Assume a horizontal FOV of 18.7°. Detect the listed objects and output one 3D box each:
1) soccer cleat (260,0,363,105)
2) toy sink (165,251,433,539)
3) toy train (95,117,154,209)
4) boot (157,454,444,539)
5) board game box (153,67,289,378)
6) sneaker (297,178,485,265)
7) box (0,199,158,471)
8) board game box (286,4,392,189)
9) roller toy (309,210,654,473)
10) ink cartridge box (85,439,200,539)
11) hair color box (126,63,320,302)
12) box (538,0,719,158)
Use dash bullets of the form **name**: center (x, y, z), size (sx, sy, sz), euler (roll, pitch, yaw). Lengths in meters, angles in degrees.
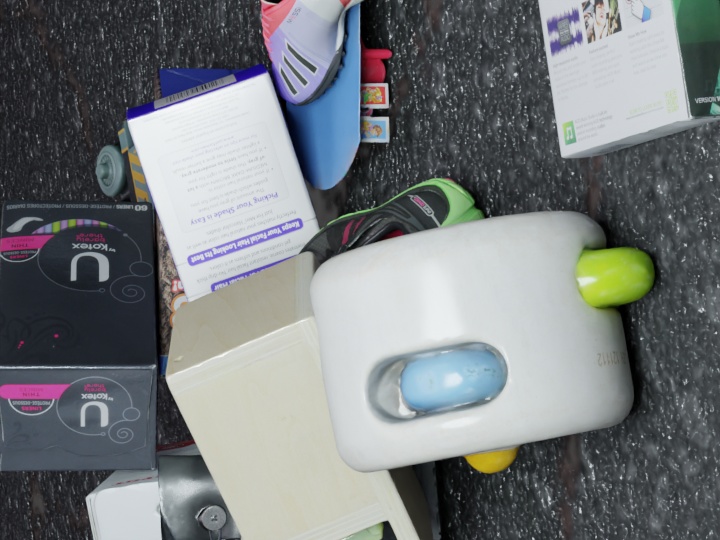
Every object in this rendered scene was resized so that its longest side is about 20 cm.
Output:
- **soccer cleat**: center (-0.042, -0.179, 1.497), size (0.200, 0.072, 0.069), euler (121, 142, -60)
- **toy sink**: center (-0.040, 0.113, 1.418), size (0.131, 0.111, 0.201), euler (-95, -19, -70)
- **toy train**: center (-0.169, -0.049, 1.912), size (0.114, 0.085, 0.202), euler (-29, 68, 51)
- **boot**: center (-0.046, 0.133, 1.529), size (0.066, 0.198, 0.167), euler (-51, -43, -84)
- **board game box**: center (-0.111, -0.040, 1.703), size (0.160, 0.096, 0.202), euler (-108, 19, -68)
- **sneaker**: center (0.000, 0.000, 1.483), size (0.077, 0.084, 0.200), euler (52, 137, -1)
- **box**: center (-0.214, 0.046, 1.653), size (0.201, 0.121, 0.107), euler (-99, 11, -51)
- **board game box**: center (-0.011, -0.160, 1.583), size (0.158, 0.039, 0.202), euler (-172, 82, -69)
- **roller toy**: center (0.065, 0.050, 1.292), size (0.200, 0.181, 0.141), euler (-21, 78, 65)
- **ink cartridge box**: center (-0.115, 0.180, 1.666), size (0.200, 0.144, 0.084), euler (-44, -56, -82)
- **hair color box**: center (-0.087, -0.036, 1.577), size (0.065, 0.108, 0.202), euler (-118, 10, -79)
- **box**: center (0.147, -0.173, 1.235), size (0.144, 0.036, 0.202), euler (168, 94, -65)
